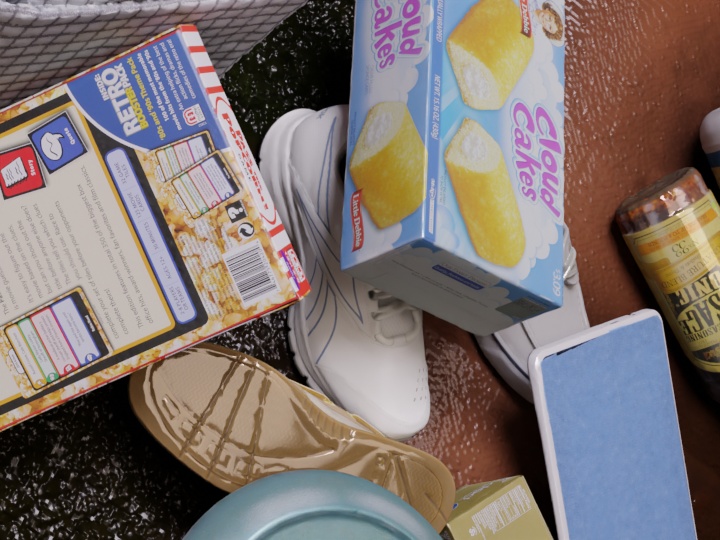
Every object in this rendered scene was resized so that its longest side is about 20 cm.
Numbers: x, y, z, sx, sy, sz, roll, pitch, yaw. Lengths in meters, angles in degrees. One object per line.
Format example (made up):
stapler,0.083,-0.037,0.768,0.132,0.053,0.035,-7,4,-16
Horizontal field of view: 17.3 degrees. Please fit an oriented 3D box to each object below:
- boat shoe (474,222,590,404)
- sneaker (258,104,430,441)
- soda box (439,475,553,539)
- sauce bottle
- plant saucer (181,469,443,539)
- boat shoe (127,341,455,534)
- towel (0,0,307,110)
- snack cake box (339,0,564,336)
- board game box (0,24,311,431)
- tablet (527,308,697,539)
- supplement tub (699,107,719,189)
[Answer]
boat shoe,0.098,-0.010,1.423,0.072,0.066,0.201,-24,92,-33
sneaker,0.000,0.000,1.349,0.074,0.087,0.201,-17,90,-35
soda box,0.096,0.223,1.370,0.064,0.068,0.201,-27,94,-33
sauce bottle,0.232,0.035,1.498,0.066,0.066,0.201,-34,96,-32
plant saucer,-0.017,0.205,1.251,0.199,0.027,0.202,5,78,-27
boat shoe,-0.045,0.097,1.311,0.199,0.069,0.074,29,82,-18
towel,-0.141,-0.147,1.249,0.199,0.165,0.086,-10,77,-34
snack cake box,0.054,-0.078,1.319,0.115,0.067,0.201,24,57,-38
board game box,-0.147,-0.016,1.216,0.199,0.046,0.152,-23,93,8
tablet,0.156,0.133,1.429,0.130,0.014,0.202,-17,100,-45
supplement tub,0.316,-0.032,1.517,0.144,0.144,0.201,-25,93,-33
